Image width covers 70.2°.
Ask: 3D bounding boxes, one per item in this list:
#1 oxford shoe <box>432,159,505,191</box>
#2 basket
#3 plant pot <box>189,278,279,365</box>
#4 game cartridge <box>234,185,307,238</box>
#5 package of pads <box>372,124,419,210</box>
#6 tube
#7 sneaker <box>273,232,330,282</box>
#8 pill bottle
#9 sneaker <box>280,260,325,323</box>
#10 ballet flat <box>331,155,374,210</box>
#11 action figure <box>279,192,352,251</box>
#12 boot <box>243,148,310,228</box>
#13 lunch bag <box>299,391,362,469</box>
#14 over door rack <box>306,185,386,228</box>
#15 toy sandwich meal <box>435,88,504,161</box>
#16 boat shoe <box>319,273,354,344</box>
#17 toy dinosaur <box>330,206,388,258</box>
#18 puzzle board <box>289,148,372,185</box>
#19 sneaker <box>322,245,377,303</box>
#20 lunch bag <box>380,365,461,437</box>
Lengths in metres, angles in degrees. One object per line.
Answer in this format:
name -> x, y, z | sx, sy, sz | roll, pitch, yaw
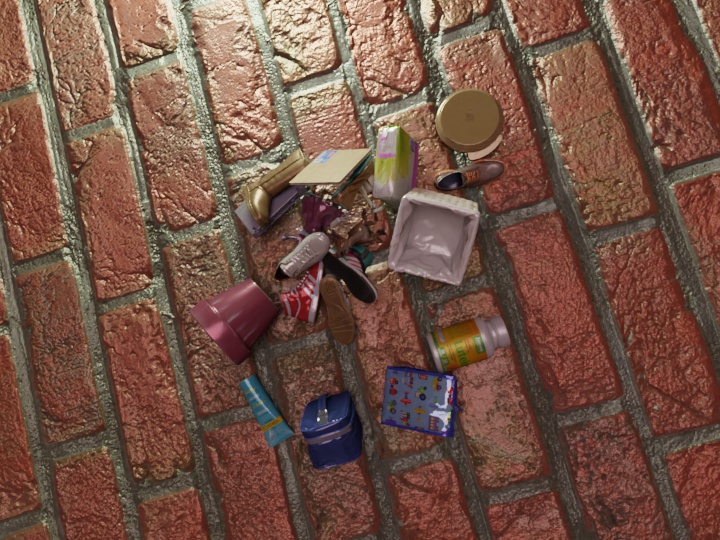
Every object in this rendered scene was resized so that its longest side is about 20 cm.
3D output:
oxford shoe -> 0.299, -0.253, 1.397 | 0.199, 0.073, 0.072 | -15, 106, 9
basket -> 0.191, -0.095, 1.330 | 0.199, 0.161, 0.199 | 14, 111, 8
plant pot -> -0.329, 0.126, 1.390 | 0.179, 0.200, 0.200 | -41, 81, -15
game cartridge -> -0.257, -0.197, 1.461 | 0.200, 0.038, 0.130 | -43, 50, 1
package of pads -> 0.098, -0.275, 1.387 | 0.068, 0.154, 0.201 | 2, 84, 28
tube -> -0.267, 0.386, 1.422 | 0.077, 0.050, 0.200 | -32, 87, 10
sneaker -> -0.158, -0.024, 1.362 | 0.073, 0.085, 0.200 | 45, 125, -13
pill bottle -> 0.282, 0.188, 1.341 | 0.199, 0.111, 0.111 | -19, 82, 4
sneaker -> -0.161, 0.039, 1.430 | 0.112, 0.071, 0.201 | 10, 87, 4
ballet flat -> -0.003, -0.222, 1.336 | 0.072, 0.068, 0.200 | 46, 48, -15
action figure -> -0.133, -0.111, 1.446 | 0.149, 0.134, 0.201 | 13, 96, -31
boot -> -0.219, -0.229, 1.399 | 0.200, 0.066, 0.175 | -31, 53, 8
lunch bag -> -0.073, 0.395, 1.324 | 0.135, 0.200, 0.133 | -16, 101, 3
over door rack -> -0.029, -0.211, 1.392 | 0.200, 0.067, 0.148 | -23, 78, -41
toy sandwich meal -> 0.308, -0.406, 1.427 | 0.204, 0.070, 0.206 | -2, 81, 10
boat shoe -> -0.057, 0.103, 1.413 | 0.071, 0.069, 0.201 | -11, 104, 10
toy dinosaur -> -0.010, -0.093, 1.369 | 0.135, 0.200, 0.086 | -33, 83, 15
puzzle board -> -0.074, -0.269, 1.342 | 0.150, 0.200, 0.017 | 4, 127, 27
sneaker -> 0.000, 0.000, 1.389 | 0.200, 0.121, 0.084 | 44, 135, 22
lunch bag -> 0.162, 0.332, 1.306 | 0.200, 0.094, 0.151 | 2, 83, 39
